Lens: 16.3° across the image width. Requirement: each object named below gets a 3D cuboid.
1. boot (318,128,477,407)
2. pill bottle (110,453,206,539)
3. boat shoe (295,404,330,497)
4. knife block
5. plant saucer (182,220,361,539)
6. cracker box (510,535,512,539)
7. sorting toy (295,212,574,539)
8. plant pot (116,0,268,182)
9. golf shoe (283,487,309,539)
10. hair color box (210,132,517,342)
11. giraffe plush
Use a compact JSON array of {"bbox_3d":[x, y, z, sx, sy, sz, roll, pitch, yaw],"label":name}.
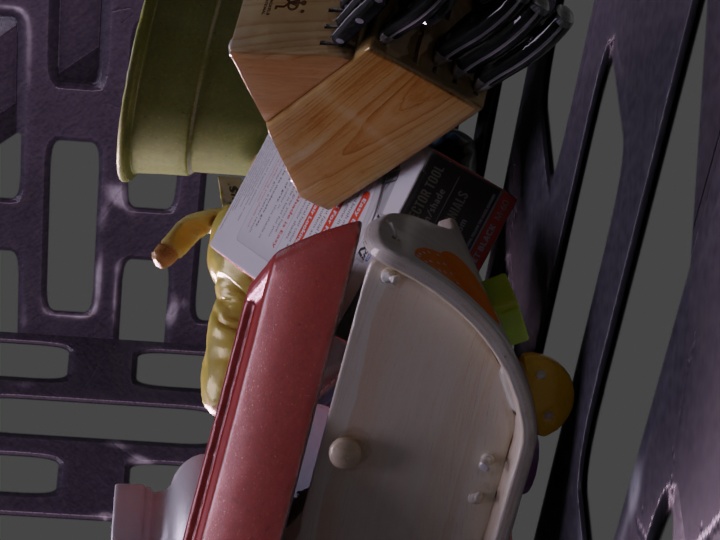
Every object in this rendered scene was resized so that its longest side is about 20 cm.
[{"bbox_3d":[0.000,0.000,1.482,0.200,0.073,0.096,-60,4,-15],"label":"boot"},{"bbox_3d":[-0.044,0.163,1.446,0.111,0.199,0.111,-177,90,-85],"label":"pill bottle"},{"bbox_3d":[-0.025,0.171,1.352,0.068,0.073,0.200,45,-145,-48],"label":"boat shoe"},{"bbox_3d":[0.033,-0.104,1.247,0.200,0.175,0.064,66,-146,-56],"label":"knife block"},{"bbox_3d":[-0.051,0.079,1.206,0.200,0.037,0.201,141,145,-81],"label":"plant saucer"},{"bbox_3d":[0.038,0.205,1.292,0.134,0.057,0.200,-92,7,-52],"label":"cracker box"},{"bbox_3d":[0.032,0.060,1.186,0.180,0.106,0.201,-87,11,-69],"label":"sorting toy"},{"bbox_3d":[-0.052,-0.138,1.738,0.200,0.189,0.201,13,-90,-87],"label":"plant pot"},{"bbox_3d":[-0.010,0.204,1.235,0.088,0.077,0.201,-17,64,55],"label":"golf shoe"},{"bbox_3d":[-0.003,-0.026,1.382,0.111,0.064,0.200,-61,25,3],"label":"hair color box"},{"bbox_3d":[-0.022,-0.008,1.615,0.200,0.172,0.162,62,145,12],"label":"giraffe plush"}]
